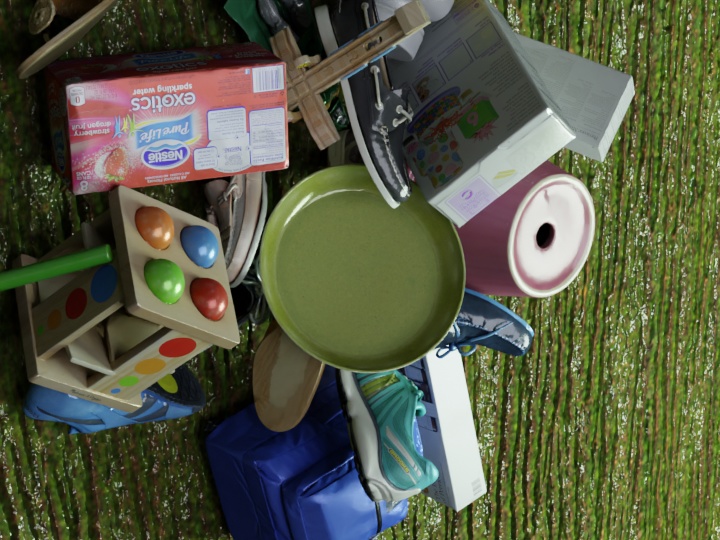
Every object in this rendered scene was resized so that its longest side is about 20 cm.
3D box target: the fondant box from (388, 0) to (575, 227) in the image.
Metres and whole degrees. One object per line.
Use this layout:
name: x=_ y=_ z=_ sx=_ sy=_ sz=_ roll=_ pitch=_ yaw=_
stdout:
fondant box: x=0.102 y=-0.159 z=1.698 sx=0.144 sy=0.201 sz=0.058 roll=-38 pitch=134 yaw=15

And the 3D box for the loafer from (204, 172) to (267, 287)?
loafer: x=-0.122 y=-0.085 z=1.651 sx=0.063 sy=0.072 sz=0.201 roll=21 pitch=69 yaw=-27

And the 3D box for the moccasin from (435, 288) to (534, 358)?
moccasin: x=0.078 y=0.052 z=1.801 sx=0.199 sy=0.080 sz=0.069 roll=22 pitch=67 yaw=-7

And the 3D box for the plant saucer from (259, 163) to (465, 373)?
plant saucer: x=0.000 y=0.000 z=1.656 sx=0.199 sy=0.031 sz=0.201 roll=4 pitch=75 yaw=-13

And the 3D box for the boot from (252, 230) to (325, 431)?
boot: x=-0.047 y=0.061 z=1.732 sx=0.144 sy=0.070 sz=0.203 roll=32 pitch=67 yaw=-74

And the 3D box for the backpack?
backpack: x=-0.026 y=0.199 z=1.773 sx=0.200 sy=0.167 sz=0.163 roll=-32 pitch=130 yaw=-32

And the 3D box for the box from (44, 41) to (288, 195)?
box: x=-0.170 y=-0.136 z=1.548 sx=0.199 sy=0.095 sz=0.100 roll=-9 pitch=111 yaw=-19

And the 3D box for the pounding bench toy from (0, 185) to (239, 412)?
pounding bench toy: x=-0.222 y=0.013 z=1.508 sx=0.199 sy=0.156 sz=0.125 roll=24 pitch=43 yaw=-46

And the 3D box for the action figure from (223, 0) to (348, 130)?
action figure: x=-0.056 y=-0.212 z=1.689 sx=0.118 sy=0.054 sz=0.201 roll=-56 pitch=138 yaw=-31

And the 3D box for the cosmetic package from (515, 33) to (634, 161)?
cosmetic package: x=0.170 y=-0.188 z=1.797 sx=0.083 sy=0.199 sz=0.051 roll=-62 pitch=162 yaw=-11

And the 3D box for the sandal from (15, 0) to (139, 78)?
sandal: x=-0.240 y=-0.245 z=1.523 sx=0.212 sy=0.078 sz=0.070 roll=-42 pitch=96 yaw=-33

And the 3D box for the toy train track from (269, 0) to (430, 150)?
toy train track: x=-0.026 y=-0.183 z=1.584 sx=0.032 sy=0.199 sz=0.115 roll=-15 pitch=78 yaw=-61

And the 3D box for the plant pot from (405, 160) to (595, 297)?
plant pot: x=0.135 y=-0.055 z=1.826 sx=0.199 sy=0.179 sz=0.201 roll=-15 pitch=114 yaw=-38

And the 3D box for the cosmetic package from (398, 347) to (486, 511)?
cosmetic package: x=0.077 y=0.156 z=1.907 sx=0.050 sy=0.082 sz=0.201 roll=-28 pitch=120 yaw=-29

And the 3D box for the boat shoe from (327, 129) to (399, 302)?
boat shoe: x=0.011 y=-0.057 z=1.722 sx=0.072 sy=0.066 sz=0.202 roll=34 pitch=42 yaw=-49

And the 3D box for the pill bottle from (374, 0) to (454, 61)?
pill bottle: x=0.053 y=-0.311 z=1.713 sx=0.111 sy=0.111 sz=0.201 roll=29 pitch=82 yaw=-43

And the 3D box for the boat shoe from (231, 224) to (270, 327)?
boat shoe: x=-0.123 y=0.020 z=1.690 sx=0.200 sy=0.062 sz=0.075 roll=-35 pitch=119 yaw=-38

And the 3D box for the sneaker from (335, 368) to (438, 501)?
sneaker: x=0.021 y=0.124 z=1.684 sx=0.079 sy=0.201 sz=0.078 roll=-12 pitch=157 yaw=-6

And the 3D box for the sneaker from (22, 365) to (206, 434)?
sneaker: x=-0.230 y=0.116 z=1.645 sx=0.078 sy=0.066 sz=0.200 roll=-44 pitch=150 yaw=24

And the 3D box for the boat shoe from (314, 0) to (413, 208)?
boat shoe: x=0.016 y=-0.159 z=1.636 sx=0.074 sy=0.060 sz=0.201 roll=18 pitch=53 yaw=-80
